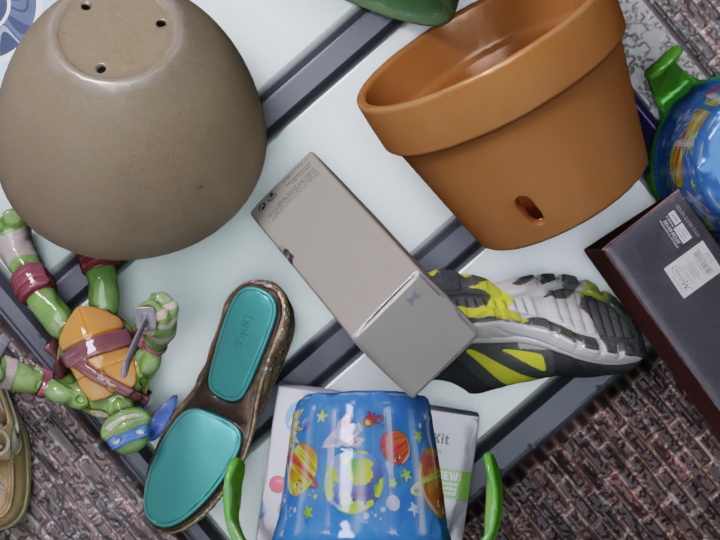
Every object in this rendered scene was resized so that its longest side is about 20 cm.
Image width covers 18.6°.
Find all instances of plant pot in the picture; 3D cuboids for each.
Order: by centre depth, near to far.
[{"bbox_3d":[-0.168,-0.127,1.552,0.198,0.135,0.202,0,58,0],"label":"plant pot"},{"bbox_3d":[0.116,-0.109,1.572,0.199,0.200,0.141,-30,107,2],"label":"plant pot"}]

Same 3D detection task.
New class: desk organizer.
[{"bbox_3d":[0.252,0.044,1.608,0.072,0.077,0.201,-37,95,-6],"label":"desk organizer"}]

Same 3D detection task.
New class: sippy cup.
[{"bbox_3d":[0.001,0.154,1.561,0.176,0.139,0.132,3,80,-23],"label":"sippy cup"},{"bbox_3d":[0.281,-0.078,1.589,0.176,0.130,0.141,13,91,1],"label":"sippy cup"}]

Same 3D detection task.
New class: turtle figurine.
[{"bbox_3d":[-0.209,0.031,1.583,0.144,0.199,0.195,-36,65,33],"label":"turtle figurine"}]

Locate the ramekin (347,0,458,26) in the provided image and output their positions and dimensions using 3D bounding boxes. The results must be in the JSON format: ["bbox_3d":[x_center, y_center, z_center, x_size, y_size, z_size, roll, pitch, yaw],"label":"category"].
[{"bbox_3d":[-0.003,-0.264,1.562,0.199,0.200,0.098,26,84,1],"label":"ramekin"}]

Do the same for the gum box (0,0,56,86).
[{"bbox_3d":[-0.306,-0.215,1.642,0.169,0.045,0.201,34,91,0],"label":"gum box"}]

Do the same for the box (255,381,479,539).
[{"bbox_3d":[0.000,0.195,1.647,0.154,0.041,0.202,9,90,1],"label":"box"}]

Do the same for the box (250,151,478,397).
[{"bbox_3d":[0.000,0.000,1.561,0.068,0.200,0.082,-44,125,2],"label":"box"}]

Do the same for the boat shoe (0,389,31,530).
[{"bbox_3d":[-0.295,0.098,1.639,0.073,0.063,0.202,-15,92,1],"label":"boat shoe"}]

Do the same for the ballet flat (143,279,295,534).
[{"bbox_3d":[-0.097,0.104,1.633,0.070,0.065,0.201,28,93,18],"label":"ballet flat"}]

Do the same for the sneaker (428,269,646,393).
[{"bbox_3d":[0.113,0.051,1.633,0.198,0.075,0.085,10,134,-14],"label":"sneaker"}]
